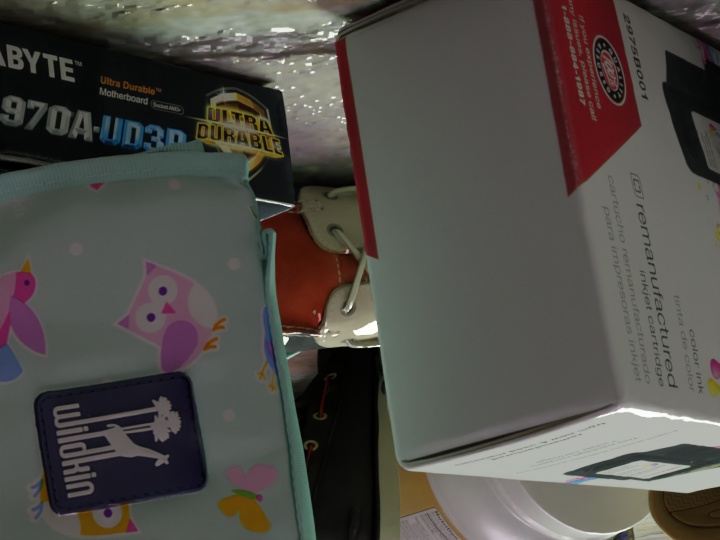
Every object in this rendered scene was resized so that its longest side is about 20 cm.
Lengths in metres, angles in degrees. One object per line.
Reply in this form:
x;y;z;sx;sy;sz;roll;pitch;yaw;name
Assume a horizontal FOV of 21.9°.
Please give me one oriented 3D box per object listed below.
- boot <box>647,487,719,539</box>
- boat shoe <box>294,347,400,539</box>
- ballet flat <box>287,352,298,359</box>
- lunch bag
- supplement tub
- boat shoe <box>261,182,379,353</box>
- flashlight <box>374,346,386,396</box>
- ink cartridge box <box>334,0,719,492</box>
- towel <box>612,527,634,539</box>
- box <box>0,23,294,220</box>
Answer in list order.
0.216;0.075;1.005;0.200;0.072;0.155;-48;176;-13;boot
-0.014;0.081;0.926;0.063;0.202;0.074;4;120;-2;boat shoe
-0.081;0.022;0.757;0.072;0.072;0.200;-20;-173;41;ballet flat
-0.111;0.062;0.562;0.199;0.171;0.122;-12;172;15;lunch bag
0.069;0.106;1.059;0.144;0.145;0.200;2;163;-32;supplement tub
0.000;0.000;0.757;0.062;0.072;0.200;-4;175;40;boat shoe
0.104;0.017;0.890;0.199;0.068;0.068;-6;165;-3;flashlight
0.089;-0.006;0.636;0.083;0.146;0.200;-19;162;32;ink cartridge box
0.109;0.177;1.095;0.144;0.023;0.200;-42;-164;19;towel
-0.147;-0.025;0.648;0.199;0.046;0.159;-20;161;40;box
